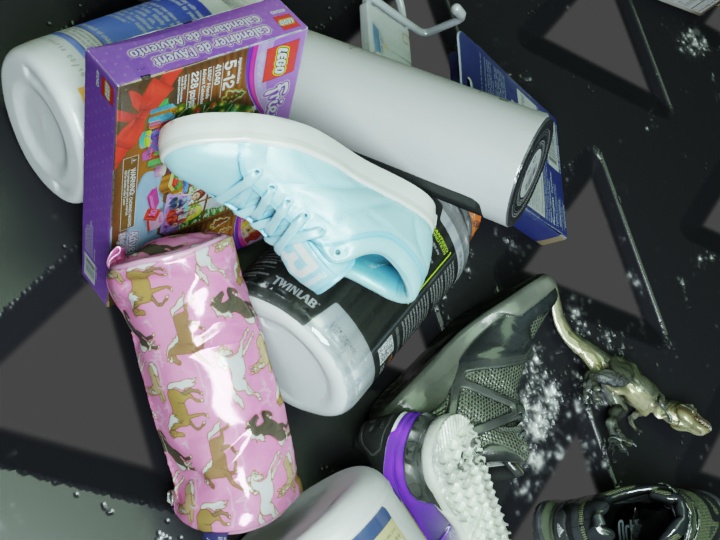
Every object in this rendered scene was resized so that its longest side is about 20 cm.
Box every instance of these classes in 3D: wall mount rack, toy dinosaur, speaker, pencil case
[{"bbox_3d":[0.031,-0.187,0.830,0.173,0.074,0.202,19,62,-52],"label":"wall mount rack"},{"bbox_3d":[0.224,0.102,0.881,0.200,0.047,0.088,41,44,-10],"label":"toy dinosaur"},{"bbox_3d":[0.029,-0.104,0.701,0.199,0.081,0.081,23,58,17],"label":"speaker"},{"bbox_3d":[-0.102,0.072,0.655,0.086,0.082,0.201,-22,105,-39],"label":"pencil case"}]

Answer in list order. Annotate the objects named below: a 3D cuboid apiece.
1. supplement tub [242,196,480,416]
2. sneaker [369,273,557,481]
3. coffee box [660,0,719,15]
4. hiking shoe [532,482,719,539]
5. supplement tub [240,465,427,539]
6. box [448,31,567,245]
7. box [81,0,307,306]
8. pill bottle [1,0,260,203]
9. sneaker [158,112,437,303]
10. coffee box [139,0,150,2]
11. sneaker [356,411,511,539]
[{"bbox_3d":[0.000,0.000,0.745,0.123,0.122,0.200,47,58,-7],"label":"supplement tub"},{"bbox_3d":[0.107,0.092,0.804,0.199,0.076,0.114,-43,98,-29],"label":"sneaker"},{"bbox_3d":[0.313,-0.364,1.068,0.199,0.080,0.115,10,69,-26],"label":"coffee box"},{"bbox_3d":[0.244,0.213,0.820,0.199,0.101,0.076,2,73,-29],"label":"hiking shoe"},{"bbox_3d":[0.007,0.247,0.651,0.144,0.144,0.201,-35,91,-33],"label":"supplement tub"},{"bbox_3d":[0.121,-0.108,0.851,0.200,0.032,0.122,26,58,-54],"label":"box"},{"bbox_3d":[-0.115,-0.074,0.664,0.136,0.201,0.039,-27,62,-33],"label":"box"},{"bbox_3d":[-0.142,-0.135,0.719,0.199,0.112,0.113,-30,89,-33],"label":"pill bottle"},{"bbox_3d":[-0.033,-0.033,0.617,0.199,0.074,0.083,18,60,-28],"label":"sneaker"},{"bbox_3d":[-0.080,-0.269,0.733,0.113,0.199,0.080,4,64,-67],"label":"coffee box"},{"bbox_3d":[0.048,0.184,0.739,0.070,0.099,0.201,-44,128,-47],"label":"sneaker"}]
